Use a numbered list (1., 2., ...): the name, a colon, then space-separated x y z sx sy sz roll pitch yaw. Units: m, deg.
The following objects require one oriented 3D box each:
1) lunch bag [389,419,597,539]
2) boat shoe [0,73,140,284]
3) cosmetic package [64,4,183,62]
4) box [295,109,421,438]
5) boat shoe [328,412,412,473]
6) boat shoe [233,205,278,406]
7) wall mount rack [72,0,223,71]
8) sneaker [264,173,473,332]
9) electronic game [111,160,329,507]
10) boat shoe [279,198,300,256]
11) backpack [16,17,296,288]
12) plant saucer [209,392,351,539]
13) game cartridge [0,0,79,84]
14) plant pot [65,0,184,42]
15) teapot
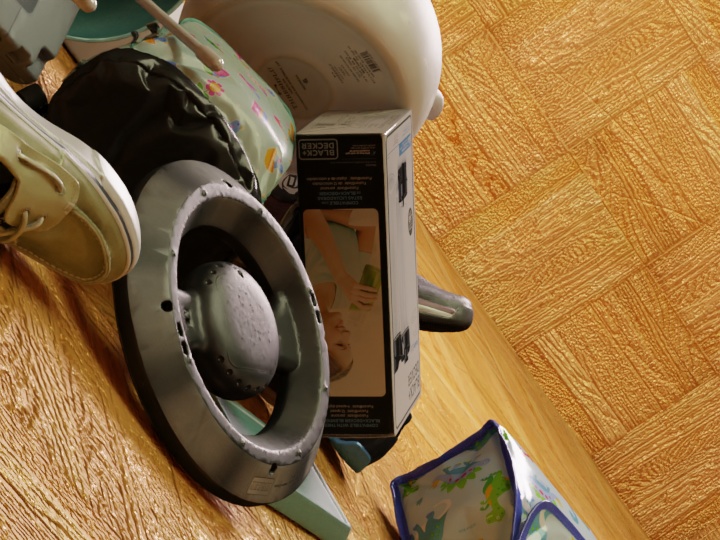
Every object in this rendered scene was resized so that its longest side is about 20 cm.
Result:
1. lunch bag: 0.120 0.236 1.889 0.170 0.127 0.200 49 16 -30
2. boat shoe: -0.181 -0.047 1.283 0.200 0.072 0.062 47 35 -39
3. cosmetic package: -0.156 -0.157 1.948 0.200 0.081 0.113 55 7 -18
4. box: 0.000 0.000 1.693 0.117 0.060 0.201 -46 135 -76
5. boat shoe: -0.005 0.082 1.930 0.084 0.069 0.200 52 4 -38
6. boat shoe: -0.082 0.001 1.735 0.200 0.071 0.065 58 5 7
7. wall mount rack: -0.153 -0.204 1.536 0.200 0.074 0.174 21 57 -50
8. sneaker: -0.002 -0.029 1.901 0.199 0.116 0.076 16 -7 3
9. electronic game: -0.077 0.035 1.452 0.200 0.042 0.201 40 41 -47
10. boat shoe: -0.020 -0.026 1.834 0.072 0.202 0.060 23 -25 14
11. backpack: -0.115 -0.079 1.615 0.167 0.126 0.200 56 8 -8
12. plant saucer: -0.053 0.121 1.586 0.070 0.019 0.200 59 6 25
13. game cartridge: -0.232 -0.225 1.539 0.200 0.041 0.133 51 44 -38
14. plant pot: -0.206 -0.255 1.690 0.135 0.200 0.200 13 -33 51
15. teapot: -0.028 -0.175 1.785 0.200 0.197 0.146 107 3 -48
